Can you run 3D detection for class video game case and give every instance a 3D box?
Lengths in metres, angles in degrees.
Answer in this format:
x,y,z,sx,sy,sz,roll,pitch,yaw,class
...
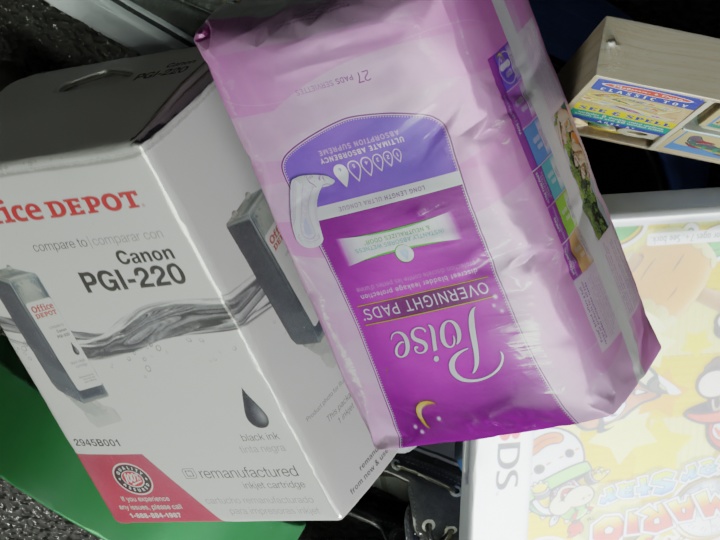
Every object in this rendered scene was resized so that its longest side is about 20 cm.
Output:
x,y,z,sx,sy,sz,roll,pitch,yaw,class
0.145,0.049,1.060,0.200,0.023,0.182,-4,118,-10,video game case

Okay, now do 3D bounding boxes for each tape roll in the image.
x,y,z,sx,sy,sz,roll,pitch,yaw,class
-0.125,0.100,1.242,0.200,0.048,0.200,30,-179,-1,tape roll

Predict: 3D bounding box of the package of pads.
x,y,z,sx,sy,sz,roll,pitch,yaw,class
0.028,-0.030,0.954,0.120,0.076,0.200,-12,110,32,package of pads

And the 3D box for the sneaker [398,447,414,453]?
x,y,z,sx,sy,sz,roll,pitch,yaw,class
0.000,0.000,1.100,0.114,0.076,0.200,23,139,5,sneaker

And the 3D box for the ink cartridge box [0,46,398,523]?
x,y,z,sx,sy,sz,roll,pitch,yaw,class
-0.082,0.011,1.056,0.146,0.085,0.200,-6,120,39,ink cartridge box

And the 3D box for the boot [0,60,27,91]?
x,y,z,sx,sy,sz,roll,pitch,yaw,class
-0.146,-0.027,1.229,0.138,0.077,0.200,42,154,10,boot

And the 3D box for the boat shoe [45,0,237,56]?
x,y,z,sx,sy,sz,roll,pitch,yaw,class
-0.087,-0.135,1.061,0.200,0.072,0.071,33,109,6,boat shoe

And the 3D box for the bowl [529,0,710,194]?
x,y,z,sx,sy,sz,roll,pitch,yaw,class
0.058,-0.055,1.099,0.200,0.039,0.201,14,141,12,bowl

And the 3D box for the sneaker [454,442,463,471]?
x,y,z,sx,sy,sz,roll,pitch,yaw,class
0.116,0.120,1.198,0.200,0.066,0.079,4,99,53,sneaker

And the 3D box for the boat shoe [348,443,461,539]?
x,y,z,sx,sy,sz,roll,pitch,yaw,class
0.028,0.123,1.297,0.200,0.066,0.070,28,142,-5,boat shoe

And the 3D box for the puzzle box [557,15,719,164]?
x,y,z,sx,sy,sz,roll,pitch,yaw,class
0.181,-0.057,0.956,0.200,0.025,0.133,12,173,-2,puzzle box
